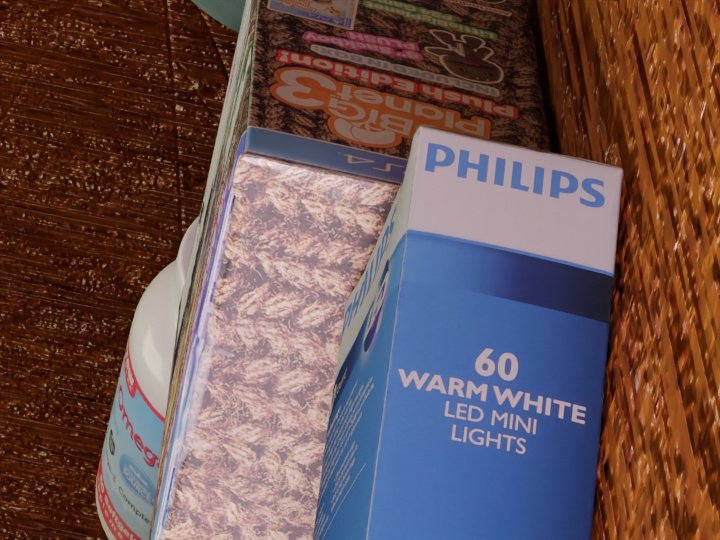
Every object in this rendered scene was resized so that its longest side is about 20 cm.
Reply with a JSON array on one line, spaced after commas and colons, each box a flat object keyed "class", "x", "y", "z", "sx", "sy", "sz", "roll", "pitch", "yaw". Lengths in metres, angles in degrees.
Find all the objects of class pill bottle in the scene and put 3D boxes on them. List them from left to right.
[{"class": "pill bottle", "x": -0.059, "y": 0.058, "z": 1.268, "sx": 0.200, "sy": 0.108, "sz": 0.109, "roll": 108, "pitch": 171, "yaw": -51}]

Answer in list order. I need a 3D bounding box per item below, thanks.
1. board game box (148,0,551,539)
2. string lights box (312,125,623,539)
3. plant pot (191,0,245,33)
[{"class": "board game box", "x": -0.005, "y": 0.001, "z": 0.890, "sx": 0.200, "sy": 0.096, "sz": 0.160, "roll": -90, "pitch": 12, "yaw": -63}, {"class": "string lights box", "x": 0.019, "y": 0.077, "z": 0.691, "sx": 0.103, "sy": 0.059, "sz": 0.201, "roll": 112, "pitch": 168, "yaw": -60}, {"class": "plant pot", "x": -0.069, "y": -0.246, "z": 1.628, "sx": 0.200, "sy": 0.134, "sz": 0.201, "roll": 24, "pitch": -90, "yaw": -89}]
